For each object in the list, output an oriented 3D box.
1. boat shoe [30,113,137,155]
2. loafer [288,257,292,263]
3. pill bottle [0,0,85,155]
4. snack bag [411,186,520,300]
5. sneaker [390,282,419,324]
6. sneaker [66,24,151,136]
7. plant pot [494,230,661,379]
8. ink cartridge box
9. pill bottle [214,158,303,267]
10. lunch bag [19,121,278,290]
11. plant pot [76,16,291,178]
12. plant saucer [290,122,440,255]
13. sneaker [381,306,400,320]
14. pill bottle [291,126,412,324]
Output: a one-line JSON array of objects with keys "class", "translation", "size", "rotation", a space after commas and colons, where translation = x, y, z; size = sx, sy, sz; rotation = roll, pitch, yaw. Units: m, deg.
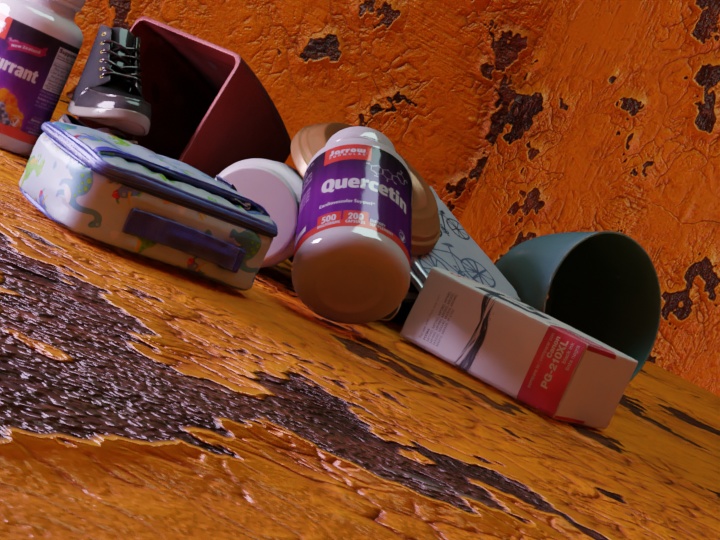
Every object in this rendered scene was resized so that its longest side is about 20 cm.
[{"class": "boat shoe", "translation": [-0.273, -0.116, 1.354], "size": [0.199, 0.074, 0.074], "rotation": [27, 5, 32]}, {"class": "loafer", "translation": [0.000, 0.000, 1.535], "size": [0.199, 0.072, 0.063], "rotation": [26, 7, -22]}, {"class": "pill bottle", "translation": [-0.378, -0.240, 1.430], "size": [0.111, 0.201, 0.111], "rotation": [24, 4, -2]}, {"class": "snack bag", "translation": [0.080, -0.033, 1.480], "size": [0.188, 0.021, 0.200], "rotation": [2, 45, -53]}, {"class": "sneaker", "translation": [0.084, 0.023, 1.496], "size": [0.070, 0.083, 0.200], "rotation": [-23, -23, 25]}, {"class": "sneaker", "translation": [-0.263, -0.208, 1.367], "size": [0.074, 0.107, 0.200], "rotation": [16, 4, -28]}, {"class": "plant pot", "translation": [0.249, 0.045, 1.603], "size": [0.200, 0.202, 0.161], "rotation": [22, -7, -34]}, {"class": "ink cartridge box", "translation": [0.164, 0.080, 1.330], "size": [0.199, 0.085, 0.145], "rotation": [27, 5, 34]}, {"class": "pill bottle", "translation": [-0.106, -0.061, 1.358], "size": [0.113, 0.114, 0.200], "rotation": [24, 3, 0]}, {"class": "lunch bag", "translation": [-0.179, -0.055, 1.103], "size": [0.199, 0.083, 0.161], "rotation": [20, 8, -37]}, {"class": "plant pot", "translation": [-0.200, -0.152, 1.518], "size": [0.199, 0.201, 0.176], "rotation": [28, -4, 39]}, {"class": "plant saucer", "translation": [0.014, -0.099, 1.426], "size": [0.199, 0.038, 0.201], "rotation": [31, 27, -17]}, {"class": "sneaker", "translation": [-0.009, 0.012, 1.388], "size": [0.090, 0.067, 0.200], "rotation": [31, 3, -14]}, {"class": "pill bottle", "translation": [-0.005, -0.051, 1.247], "size": [0.112, 0.113, 0.201], "rotation": [23, 39, -17]}]
